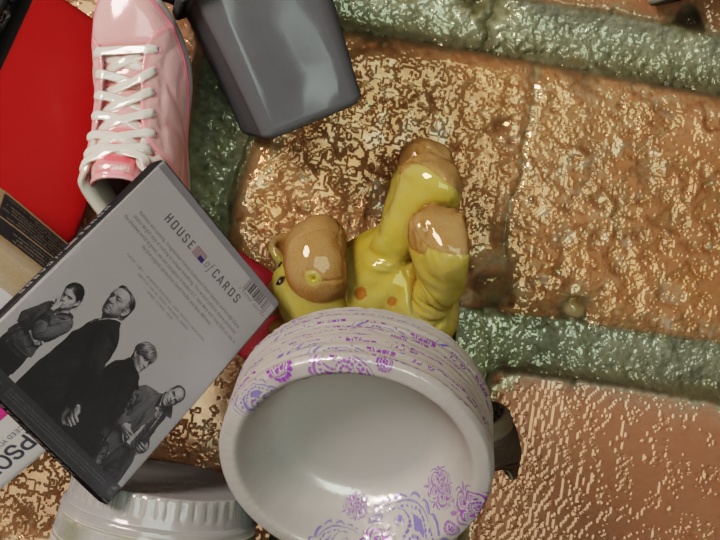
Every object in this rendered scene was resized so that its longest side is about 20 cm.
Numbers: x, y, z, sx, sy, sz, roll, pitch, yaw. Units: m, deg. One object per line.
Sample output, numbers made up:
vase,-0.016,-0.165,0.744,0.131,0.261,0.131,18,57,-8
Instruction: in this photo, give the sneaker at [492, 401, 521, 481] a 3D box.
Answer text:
sneaker,0.048,0.186,0.849,0.199,0.070,0.076,-21,109,-2

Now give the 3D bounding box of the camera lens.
camera lens,-0.170,0.262,0.766,0.159,0.160,0.201,10,88,-9

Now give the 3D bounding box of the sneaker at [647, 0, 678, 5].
sneaker,0.350,-0.336,0.896,0.201,0.077,0.147,-12,94,-8

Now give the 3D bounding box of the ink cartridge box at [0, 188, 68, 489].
ink cartridge box,-0.283,0.063,0.737,0.200,0.075,0.165,-40,119,12

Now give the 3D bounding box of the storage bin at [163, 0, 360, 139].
storage bin,-0.065,-0.185,0.778,0.145,0.200,0.135,-24,104,-9

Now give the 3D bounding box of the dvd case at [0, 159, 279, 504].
dvd case,-0.165,0.042,0.704,0.200,0.025,0.151,-50,119,-27

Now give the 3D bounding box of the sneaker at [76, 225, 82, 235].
sneaker,-0.263,-0.035,0.800,0.200,0.074,0.087,37,79,-8

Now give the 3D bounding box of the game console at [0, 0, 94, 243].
game console,-0.302,-0.132,0.788,0.171,0.119,0.201,4,63,20

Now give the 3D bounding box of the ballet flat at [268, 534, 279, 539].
ballet flat,0.007,0.272,0.851,0.200,0.068,0.075,45,61,-12

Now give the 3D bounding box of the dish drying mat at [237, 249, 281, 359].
dish drying mat,-0.102,0.030,0.851,0.199,0.018,0.077,33,82,-6

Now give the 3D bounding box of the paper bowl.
paper bowl,0.000,0.115,0.738,0.199,0.105,0.202,3,124,5

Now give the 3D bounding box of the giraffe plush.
giraffe plush,0.000,0.000,0.809,0.161,0.173,0.201,-2,115,0

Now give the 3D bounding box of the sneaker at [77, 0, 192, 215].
sneaker,-0.176,-0.119,0.758,0.075,0.105,0.201,-2,107,7
